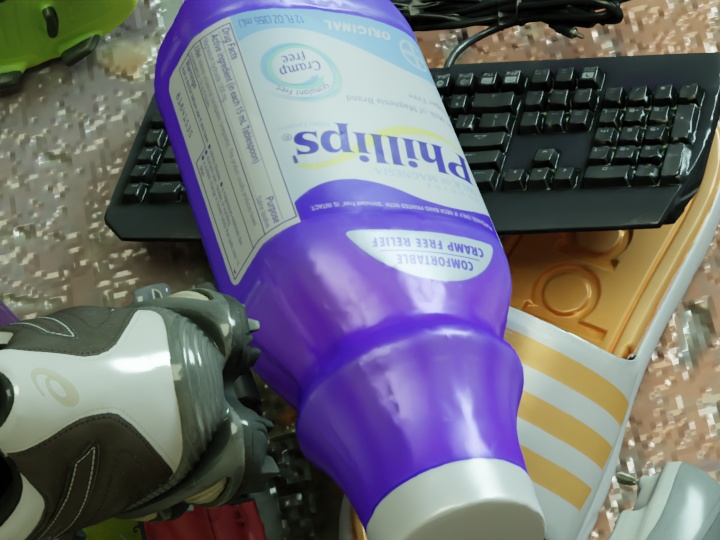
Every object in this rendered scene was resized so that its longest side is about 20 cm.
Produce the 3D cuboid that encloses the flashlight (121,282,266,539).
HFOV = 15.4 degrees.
[{"bbox_3d":[-0.035,0.103,0.757,0.068,0.068,0.200,-24,74,30],"label":"flashlight"}]

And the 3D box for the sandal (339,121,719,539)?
[{"bbox_3d":[0.051,0.016,0.821,0.079,0.059,0.207,18,66,21],"label":"sandal"}]

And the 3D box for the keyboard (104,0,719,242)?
[{"bbox_3d":[0.022,-0.057,0.869,0.200,0.021,0.127,-1,43,22],"label":"keyboard"}]

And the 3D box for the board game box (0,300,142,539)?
[{"bbox_3d":[-0.139,0.070,0.848,0.120,0.032,0.200,-39,60,-14],"label":"board game box"}]

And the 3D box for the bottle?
[{"bbox_3d":[0.000,0.000,0.769,0.083,0.065,0.200,6,46,-30],"label":"bottle"}]

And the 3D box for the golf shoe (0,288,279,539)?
[{"bbox_3d":[-0.113,0.055,0.734,0.200,0.094,0.078,-35,65,43],"label":"golf shoe"}]

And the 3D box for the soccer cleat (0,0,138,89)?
[{"bbox_3d":[-0.176,-0.104,0.935,0.200,0.065,0.084,-7,57,8],"label":"soccer cleat"}]

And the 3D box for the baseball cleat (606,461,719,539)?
[{"bbox_3d":[0.095,0.156,0.736,0.106,0.070,0.200,13,74,12],"label":"baseball cleat"}]
